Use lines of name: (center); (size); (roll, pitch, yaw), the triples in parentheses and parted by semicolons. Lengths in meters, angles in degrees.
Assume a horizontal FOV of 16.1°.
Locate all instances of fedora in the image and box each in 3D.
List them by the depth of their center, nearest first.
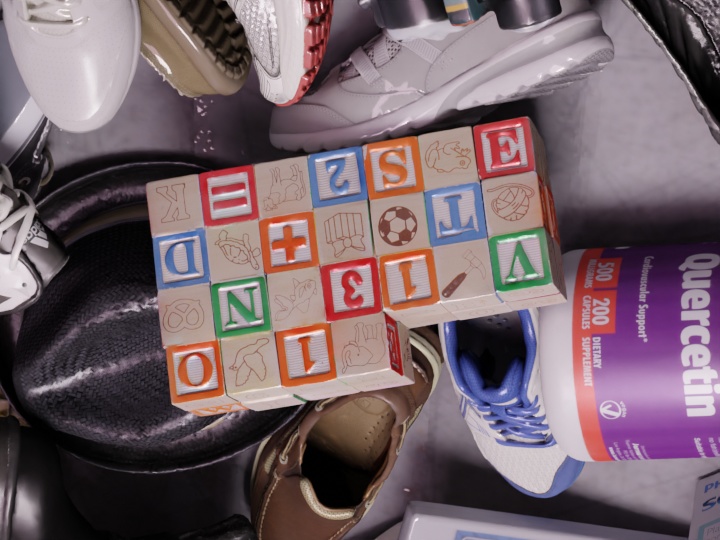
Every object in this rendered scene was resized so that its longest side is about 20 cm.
fedora: (-0.119, 0.038, 1.386); (0.199, 0.092, 0.202); (2, 108, 7)

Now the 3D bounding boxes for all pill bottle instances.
pill bottle: (0.197, 0.040, 1.321); (0.199, 0.113, 0.113); (-4, 124, 17)

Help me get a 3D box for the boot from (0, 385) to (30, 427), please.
boot: (-0.199, 0.132, 1.497); (0.199, 0.073, 0.156); (28, 121, 15)

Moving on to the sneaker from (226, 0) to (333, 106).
sneaker: (-0.064, -0.175, 1.257); (0.082, 0.078, 0.201); (-10, 113, 15)

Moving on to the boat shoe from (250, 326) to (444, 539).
boat shoe: (-0.020, 0.110, 1.446); (0.074, 0.075, 0.203); (24, 132, -3)

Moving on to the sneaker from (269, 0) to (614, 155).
sneaker: (0.035, -0.112, 1.296); (0.199, 0.075, 0.082); (-19, 84, 31)

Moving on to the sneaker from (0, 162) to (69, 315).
sneaker: (-0.190, -0.054, 1.296); (0.115, 0.076, 0.201); (25, 131, -3)

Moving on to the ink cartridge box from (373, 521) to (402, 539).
ink cartridge box: (-0.016, 0.257, 1.517); (0.200, 0.068, 0.117); (-36, 115, 9)

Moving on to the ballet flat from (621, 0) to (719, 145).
ballet flat: (0.164, -0.128, 1.242); (0.066, 0.057, 0.200); (-29, 113, 30)

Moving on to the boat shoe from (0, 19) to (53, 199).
boat shoe: (-0.203, -0.052, 1.388); (0.066, 0.070, 0.200); (13, 117, -45)

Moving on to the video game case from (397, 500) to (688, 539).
video game case: (0.101, 0.228, 1.475); (0.199, 0.022, 0.183); (9, 113, -14)

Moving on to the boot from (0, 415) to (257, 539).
boot: (-0.130, 0.157, 1.412); (0.157, 0.080, 0.212); (-5, 133, -6)

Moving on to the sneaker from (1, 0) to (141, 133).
sneaker: (-0.150, -0.154, 1.210); (0.070, 0.080, 0.201); (3, 116, 13)

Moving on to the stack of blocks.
stack of blocks: (0.000, 0.000, 1.285); (0.199, 0.059, 0.116); (-10, 79, 10)

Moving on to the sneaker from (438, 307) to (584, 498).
sneaker: (0.074, 0.057, 1.381); (0.075, 0.088, 0.201); (-7, 124, 17)

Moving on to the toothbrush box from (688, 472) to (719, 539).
toothbrush box: (0.250, 0.178, 1.353); (0.146, 0.200, 0.085); (-25, 115, 30)

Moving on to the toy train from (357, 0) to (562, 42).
toy train: (0.032, -0.203, 1.190); (0.113, 0.085, 0.201); (-10, 106, 25)

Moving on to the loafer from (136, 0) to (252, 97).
loafer: (-0.133, -0.163, 1.288); (0.067, 0.076, 0.200); (-34, 101, 33)
